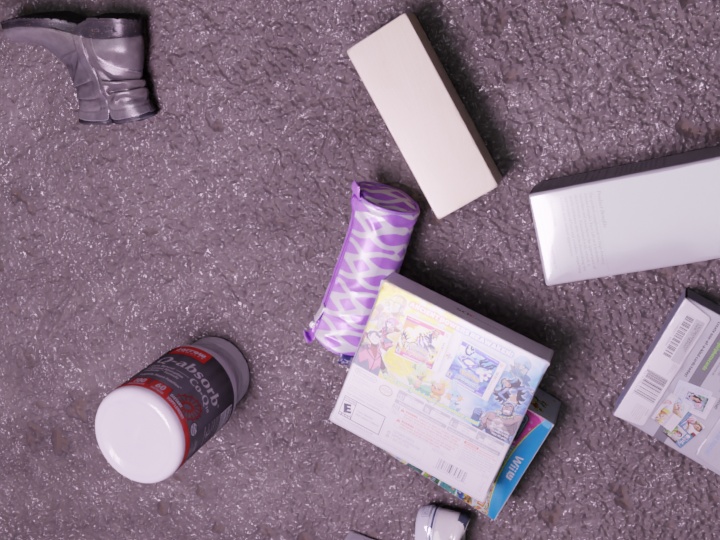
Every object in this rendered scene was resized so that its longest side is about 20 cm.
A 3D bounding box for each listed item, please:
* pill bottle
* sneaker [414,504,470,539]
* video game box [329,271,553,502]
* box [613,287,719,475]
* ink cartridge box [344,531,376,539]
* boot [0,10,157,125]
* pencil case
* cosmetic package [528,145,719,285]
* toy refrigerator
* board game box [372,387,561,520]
[{"bbox_3d":[-0.217,0.158,1.158,0.114,0.200,0.118,6,109,18],"label":"pill bottle"},{"bbox_3d":[0.104,0.387,1.180,0.070,0.073,0.204,4,107,22],"label":"sneaker"},{"bbox_3d":[0.085,0.126,1.057,0.198,0.047,0.185,26,113,11],"label":"video game box"},{"bbox_3d":[0.393,0.135,1.019,0.198,0.041,0.158,29,114,11],"label":"box"},{"bbox_3d":[-0.018,0.462,1.190,0.083,0.176,0.203,14,111,15],"label":"ink cartridge box"},{"bbox_3d":[-0.342,-0.240,1.162,0.197,0.070,0.134,9,114,22],"label":"boot"},{"bbox_3d":[0.000,0.000,1.095,0.084,0.084,0.203,13,111,-18],"label":"pencil case"},{"bbox_3d":[0.279,-0.055,0.987,0.197,0.074,0.103,-9,103,20],"label":"cosmetic package"},{"bbox_3d":[0.071,-0.165,1.032,0.075,0.070,0.202,-28,95,18],"label":"toy refrigerator"},{"bbox_3d":[0.109,0.168,1.119,0.198,0.064,0.149,30,114,8],"label":"board game box"}]
